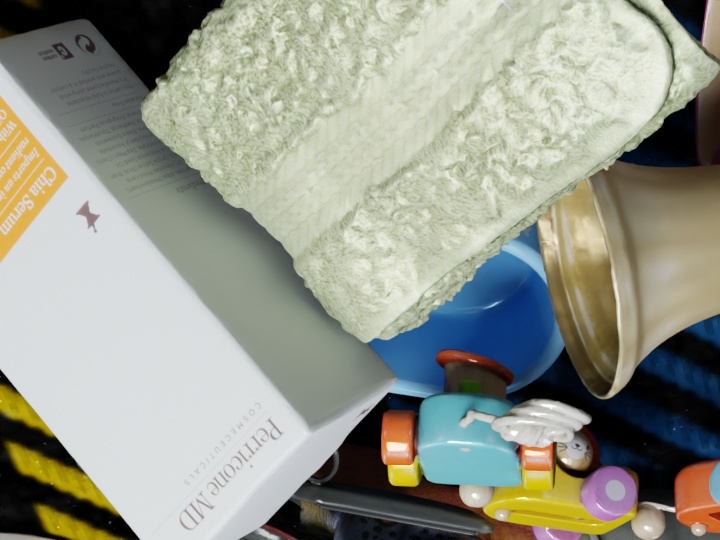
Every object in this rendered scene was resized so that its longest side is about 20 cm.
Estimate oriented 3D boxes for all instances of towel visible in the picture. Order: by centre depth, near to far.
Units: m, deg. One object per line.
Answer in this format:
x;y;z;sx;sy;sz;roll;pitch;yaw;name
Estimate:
0.017;-0.069;0.850;0.148;0.036;0.200;45;128;-5;towel

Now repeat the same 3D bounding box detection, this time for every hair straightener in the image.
-0.035;0.083;1.021;0.200;0.041;0.077;19;88;-1;hair straightener

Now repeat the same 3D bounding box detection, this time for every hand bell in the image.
0.178;-0.020;0.911;0.200;0.104;0.104;-11;128;-9;hand bell

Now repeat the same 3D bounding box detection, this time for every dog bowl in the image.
0.000;0.000;0.997;0.200;0.050;0.112;10;127;-4;dog bowl

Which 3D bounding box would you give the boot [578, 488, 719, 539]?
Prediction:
0.217;0.082;1.039;0.182;0.073;0.200;12;135;-23;boot

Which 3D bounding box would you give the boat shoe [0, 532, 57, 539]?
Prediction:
-0.130;0.186;1.133;0.200;0.069;0.071;19;128;-11;boat shoe

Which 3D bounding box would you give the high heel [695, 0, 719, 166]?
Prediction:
0.138;-0.119;0.891;0.096;0.067;0.200;-29;135;10;high heel

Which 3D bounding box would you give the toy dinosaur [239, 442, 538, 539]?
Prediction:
0.029;0.123;1.060;0.181;0.105;0.200;-8;124;3;toy dinosaur

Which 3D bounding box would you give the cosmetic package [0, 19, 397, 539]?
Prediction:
-0.093;0.009;0.931;0.200;0.071;0.101;48;122;10;cosmetic package

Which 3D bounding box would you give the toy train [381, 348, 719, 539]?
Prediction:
0.103;0.070;0.970;0.200;0.056;0.150;23;152;-40;toy train
